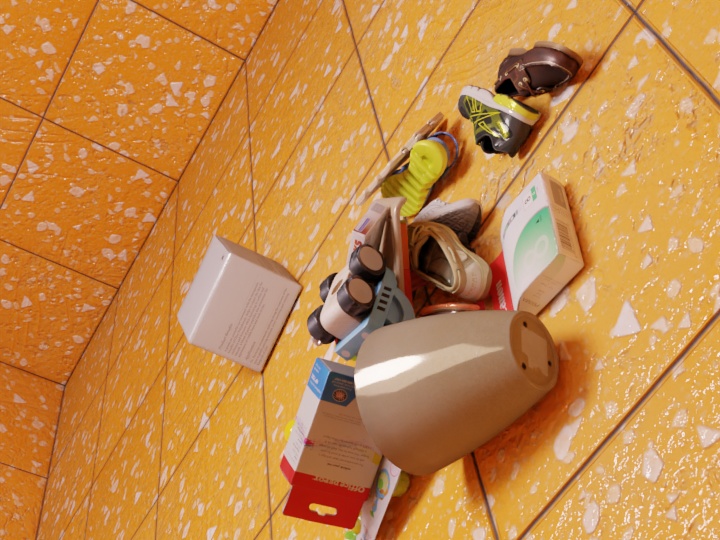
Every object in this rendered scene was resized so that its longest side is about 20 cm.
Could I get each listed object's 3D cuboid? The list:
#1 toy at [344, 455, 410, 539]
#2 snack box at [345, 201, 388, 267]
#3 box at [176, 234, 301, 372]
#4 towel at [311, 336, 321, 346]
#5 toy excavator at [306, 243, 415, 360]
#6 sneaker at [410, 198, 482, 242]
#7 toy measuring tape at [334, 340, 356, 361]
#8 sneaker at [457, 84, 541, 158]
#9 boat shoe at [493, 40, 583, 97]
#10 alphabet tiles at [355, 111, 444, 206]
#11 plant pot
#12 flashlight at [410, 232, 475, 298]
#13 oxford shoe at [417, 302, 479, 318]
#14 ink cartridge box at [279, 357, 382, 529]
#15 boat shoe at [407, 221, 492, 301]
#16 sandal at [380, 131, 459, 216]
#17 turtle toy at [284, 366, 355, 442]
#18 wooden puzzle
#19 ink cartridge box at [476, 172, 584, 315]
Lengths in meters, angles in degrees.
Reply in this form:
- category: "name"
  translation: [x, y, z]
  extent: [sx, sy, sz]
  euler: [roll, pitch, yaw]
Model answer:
- category: "toy"
  translation: [0.035, 0.283, 1.427]
  extent: [0.202, 0.047, 0.115]
  euler: [-66, 27, 14]
- category: "snack box"
  translation: [0.000, 0.000, 1.474]
  extent: [0.072, 0.024, 0.201]
  euler: [-54, -17, -42]
- category: "box"
  translation: [-0.253, 0.064, 2.153]
  extent: [0.201, 0.170, 0.200]
  euler: [-64, 22, 5]
- category: "towel"
  translation: [-0.016, 0.025, 1.717]
  extent: [0.192, 0.032, 0.200]
  euler: [-56, 1, 8]
- category: "toy excavator"
  translation: [0.034, 0.095, 1.364]
  extent: [0.100, 0.199, 0.196]
  euler: [-43, 18, 41]
- category: "sneaker"
  translation: [0.117, -0.074, 1.573]
  extent: [0.199, 0.074, 0.088]
  euler: [-28, 37, 56]
- category: "toy measuring tape"
  translation: [-0.007, 0.114, 1.637]
  extent: [0.074, 0.073, 0.200]
  euler: [-63, 5, 8]
- category: "sneaker"
  translation: [0.186, -0.218, 1.549]
  extent: [0.085, 0.074, 0.200]
  euler: [-65, 21, 4]
- category: "boat shoe"
  translation: [0.246, -0.274, 1.477]
  extent: [0.071, 0.070, 0.200]
  euler: [-59, 13, -2]
- category: "alphabet tiles"
  translation: [0.064, -0.186, 1.754]
  extent: [0.200, 0.015, 0.196]
  euler: [-46, 1, 45]
- category: "plant pot"
  translation: [0.127, 0.123, 1.235]
  extent: [0.199, 0.187, 0.189]
  euler: [-27, 42, 38]
- category: "flashlight"
  translation: [0.089, 0.013, 1.559]
  extent: [0.068, 0.068, 0.199]
  euler: [-34, 4, -38]
- category: "oxford shoe"
  translation: [0.106, 0.095, 1.447]
  extent: [0.200, 0.070, 0.074]
  euler: [139, 131, -60]
- category: "ink cartridge box"
  translation: [-0.032, 0.231, 1.403]
  extent: [0.202, 0.115, 0.067]
  euler: [-70, 22, 6]
- category: "boat shoe"
  translation: [0.101, -0.017, 1.443]
  extent: [0.201, 0.062, 0.074]
  euler: [44, 120, 51]
- category: "sandal"
  translation: [0.102, -0.158, 1.707]
  extent: [0.087, 0.080, 0.200]
  euler: [-43, 0, -36]
- category: "turtle toy"
  translation: [-0.008, 0.208, 1.506]
  extent: [0.101, 0.145, 0.202]
  euler: [43, 110, 45]
- category: "wooden puzzle"
  translation: [0.043, -0.002, 1.500]
  extent: [0.185, 0.037, 0.203]
  euler: [-166, 76, -78]
- category: "ink cartridge box"
  translation: [0.196, -0.003, 1.346]
  extent: [0.200, 0.050, 0.162]
  euler: [-49, 27, 33]
